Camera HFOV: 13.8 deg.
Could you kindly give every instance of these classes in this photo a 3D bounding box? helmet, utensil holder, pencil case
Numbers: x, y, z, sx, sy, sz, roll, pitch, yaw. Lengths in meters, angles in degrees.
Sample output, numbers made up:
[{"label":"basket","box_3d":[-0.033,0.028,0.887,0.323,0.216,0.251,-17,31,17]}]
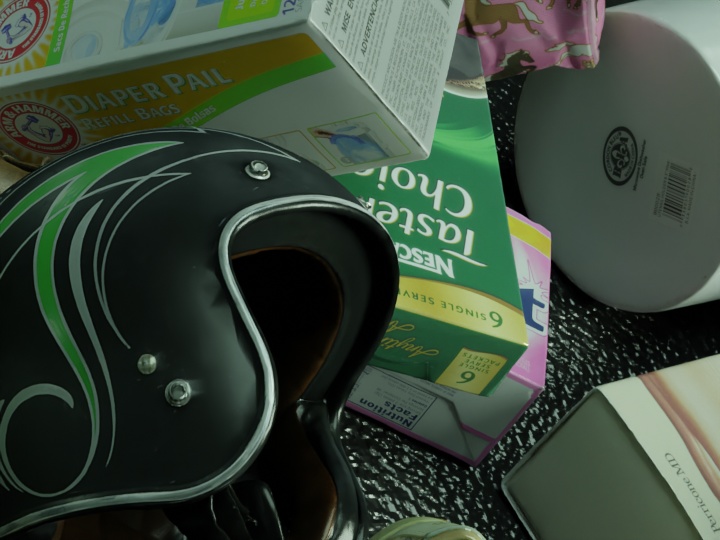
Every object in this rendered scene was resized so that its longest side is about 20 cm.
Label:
[{"label":"helmet","box_3d":[-0.082,0.039,1.199,0.199,0.200,0.192,16,56,-27]},{"label":"utensil holder","box_3d":[0.202,-0.072,1.578,0.199,0.170,0.170,-12,60,-43]},{"label":"pencil case","box_3d":[0.026,-0.137,1.483,0.198,0.087,0.083,-3,62,7]}]

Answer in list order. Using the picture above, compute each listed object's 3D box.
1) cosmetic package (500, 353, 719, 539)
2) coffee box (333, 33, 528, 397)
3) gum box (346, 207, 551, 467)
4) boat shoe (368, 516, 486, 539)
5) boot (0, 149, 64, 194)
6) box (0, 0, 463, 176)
[{"label":"cosmetic package","box_3d":[0.179,0.101,1.444,0.199,0.087,0.104,-13,62,-46]},{"label":"coffee box","box_3d":[0.008,-0.042,1.370,0.122,0.044,0.201,18,44,-24]},{"label":"gum box","box_3d":[0.000,0.000,1.414,0.199,0.066,0.114,26,40,-16]},{"label":"boat shoe","box_3d":[-0.025,0.172,1.140,0.073,0.063,0.200,39,80,0]},{"label":"boot","box_3d":[-0.144,-0.033,1.299,0.199,0.075,0.074,34,39,-20]},{"label":"box","box_3d":[-0.067,-0.105,1.311,0.101,0.199,0.113,46,47,-42]}]
